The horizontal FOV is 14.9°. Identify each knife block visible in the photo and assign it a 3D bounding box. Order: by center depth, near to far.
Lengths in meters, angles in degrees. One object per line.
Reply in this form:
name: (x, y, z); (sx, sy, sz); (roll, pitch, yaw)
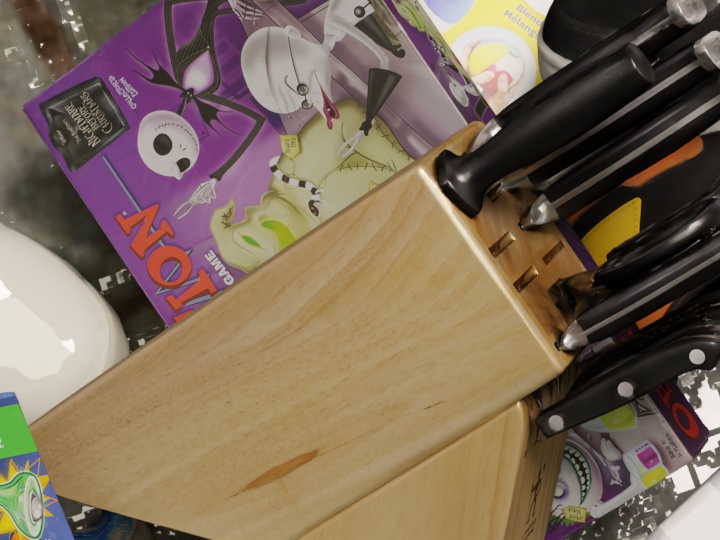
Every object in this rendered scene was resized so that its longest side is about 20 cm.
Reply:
knife block: (0.014, -0.003, 0.769); (0.199, 0.064, 0.176); (14, 107, 15)

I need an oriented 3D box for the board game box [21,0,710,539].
board game box: (0.000, 0.000, 0.824); (0.120, 0.032, 0.200); (-34, 91, 27)

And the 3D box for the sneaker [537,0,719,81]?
sneaker: (0.121, -0.137, 0.808); (0.200, 0.112, 0.073); (-34, 41, -29)

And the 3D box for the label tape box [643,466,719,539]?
label tape box: (0.194, 0.078, 0.828); (0.200, 0.066, 0.143); (-42, 79, -6)

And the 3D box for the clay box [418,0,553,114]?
clay box: (0.023, -0.096, 0.882); (0.115, 0.048, 0.200); (36, 79, 8)

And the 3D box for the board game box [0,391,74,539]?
board game box: (-0.138, 0.137, 0.772); (0.200, 0.034, 0.136); (-36, 73, 39)

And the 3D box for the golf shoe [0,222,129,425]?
golf shoe: (-0.167, -0.006, 0.842); (0.199, 0.097, 0.079); (23, 77, 5)

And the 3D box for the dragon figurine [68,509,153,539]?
dragon figurine: (-0.089, 0.126, 0.827); (0.099, 0.059, 0.200); (-36, 78, -7)

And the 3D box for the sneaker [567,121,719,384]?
sneaker: (0.158, -0.028, 0.842); (0.200, 0.070, 0.090); (-24, 60, 2)
